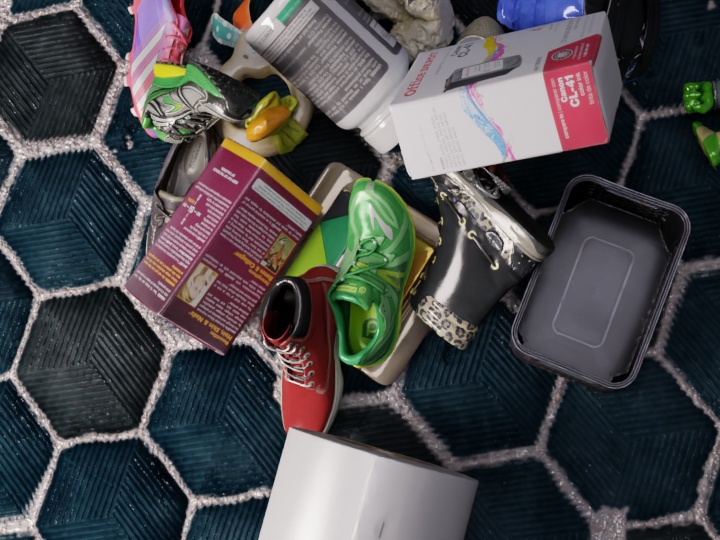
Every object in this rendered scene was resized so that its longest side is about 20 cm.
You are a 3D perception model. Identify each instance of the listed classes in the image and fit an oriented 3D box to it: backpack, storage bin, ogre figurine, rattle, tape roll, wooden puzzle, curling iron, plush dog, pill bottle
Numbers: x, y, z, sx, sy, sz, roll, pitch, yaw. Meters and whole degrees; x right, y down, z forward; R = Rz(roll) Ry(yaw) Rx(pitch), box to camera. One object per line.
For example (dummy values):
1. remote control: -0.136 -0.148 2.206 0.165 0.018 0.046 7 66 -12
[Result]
1. backpack: 0.236 -0.298 1.142 0.167 0.162 0.202 6 100 50
2. storage bin: 0.251 0.017 1.125 0.134 0.094 0.201 21 85 10
3. ogre figurine: 0.434 -0.124 1.124 0.119 0.098 0.201 -24 67 15
4. rattle: -0.133 -0.233 1.196 0.129 0.143 0.202 -12 85 24
5. tape roll: 0.006 0.249 1.064 0.201 0.203 0.140 15 82 9
6. wooden puzzle: 0.000 0.000 1.188 0.199 0.037 0.186 33 86 11
7. curling iron: 0.130 -0.118 1.110 0.049 0.200 0.026 35 110 -10
8. plush dog: 0.021 -0.351 1.201 0.171 0.160 0.202 10 81 33
9. pill bottle: -0.019 -0.229 1.162 0.200 0.113 0.113 41 87 -12

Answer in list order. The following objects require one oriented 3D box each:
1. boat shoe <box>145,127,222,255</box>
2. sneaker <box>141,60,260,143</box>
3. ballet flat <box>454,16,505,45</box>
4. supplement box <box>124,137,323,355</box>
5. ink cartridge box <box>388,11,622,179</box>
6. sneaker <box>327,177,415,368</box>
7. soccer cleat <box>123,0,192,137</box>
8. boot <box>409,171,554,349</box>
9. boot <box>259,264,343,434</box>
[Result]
1. boat shoe: -0.208 -0.077 1.213 0.071 0.065 0.202 14 83 9
2. sneaker: -0.174 -0.173 1.139 0.078 0.200 0.086 21 87 -33
3. ballet flat: 0.115 -0.201 1.193 0.067 0.062 0.201 21 84 9
4. supplement box: -0.149 -0.026 1.162 0.085 0.110 0.201 31 85 45
5. ink cartridge box: 0.144 -0.170 1.028 0.198 0.148 0.086 -7 119 22
6. sneaker: 0.011 0.006 1.097 0.073 0.083 0.202 6 101 22
7. soccer cleat: -0.231 -0.257 1.245 0.076 0.067 0.202 -8 75 16
8. boot: 0.088 -0.033 1.121 0.204 0.073 0.154 45 112 24
9. boot: -0.070 0.099 1.109 0.072 0.144 0.202 10 101 20
